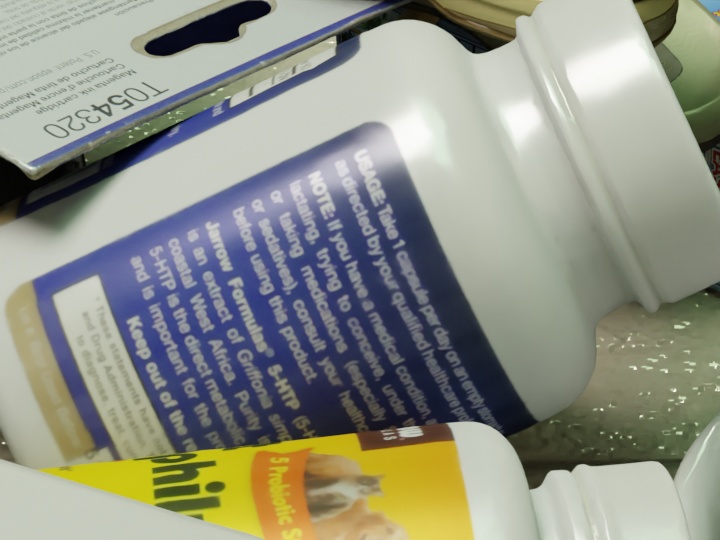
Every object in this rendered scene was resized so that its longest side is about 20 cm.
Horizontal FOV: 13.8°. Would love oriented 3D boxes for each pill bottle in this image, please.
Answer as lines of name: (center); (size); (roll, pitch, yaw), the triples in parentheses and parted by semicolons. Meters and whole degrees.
pill bottle: (0.000, 0.000, 0.826); (0.199, 0.120, 0.120); (-25, 34, 7)
pill bottle: (-0.017, 0.098, 0.747); (0.199, 0.110, 0.109); (-6, 35, -4)

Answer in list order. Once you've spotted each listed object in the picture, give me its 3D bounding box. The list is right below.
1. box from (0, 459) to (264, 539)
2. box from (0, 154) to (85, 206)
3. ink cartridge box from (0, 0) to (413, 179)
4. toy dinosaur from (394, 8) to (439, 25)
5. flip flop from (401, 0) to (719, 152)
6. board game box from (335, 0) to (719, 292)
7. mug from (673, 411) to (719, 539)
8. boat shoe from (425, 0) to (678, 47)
box: (-0.132, 0.149, 0.605); (0.198, 0.201, 0.171); (14, 40, 25)
box: (-0.193, -0.039, 0.963); (0.199, 0.105, 0.148); (-8, 35, -7)
ink cartridge box: (-0.101, -0.088, 0.899); (0.200, 0.043, 0.196); (32, 39, 29)
toy dinosaur: (-0.001, -0.026, 0.964); (0.106, 0.061, 0.201); (0, 59, 2)
flip flop: (0.041, -0.108, 0.944); (0.081, 0.058, 0.200); (-40, 65, -21)
board game box: (0.127, -0.068, 1.015); (0.199, 0.062, 0.200); (-22, 40, -24)
mug: (0.174, 0.047, 0.791); (0.199, 0.148, 0.176); (-25, 39, 12)
boat shoe: (0.003, -0.123, 0.879); (0.199, 0.068, 0.072); (16, 33, 10)
